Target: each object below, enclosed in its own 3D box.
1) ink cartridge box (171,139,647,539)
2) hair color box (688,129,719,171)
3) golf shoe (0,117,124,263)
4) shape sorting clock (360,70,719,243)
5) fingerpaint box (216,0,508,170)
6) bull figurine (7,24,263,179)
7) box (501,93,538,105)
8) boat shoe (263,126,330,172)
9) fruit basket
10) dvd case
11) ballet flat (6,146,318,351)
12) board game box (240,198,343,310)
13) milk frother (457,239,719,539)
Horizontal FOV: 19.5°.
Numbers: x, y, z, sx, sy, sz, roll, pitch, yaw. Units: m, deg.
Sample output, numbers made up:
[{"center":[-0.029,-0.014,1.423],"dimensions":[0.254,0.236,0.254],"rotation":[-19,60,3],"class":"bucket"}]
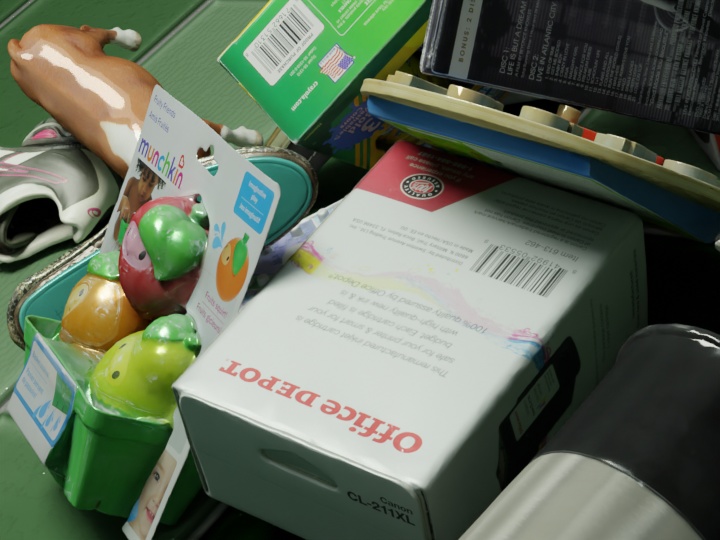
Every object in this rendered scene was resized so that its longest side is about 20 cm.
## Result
[{"center":[0.028,0.042,1.017],"dimensions":[0.145,0.083,0.200],"rotation":[20,51,29],"class":"ink cartridge box"},{"center":[0.192,-0.147,1.203],"dimensions":[0.061,0.102,0.200],"rotation":[-21,29,0],"class":"hair color box"},{"center":[-0.252,-0.047,1.406],"dimensions":[0.200,0.077,0.088],"rotation":[-11,38,24],"class":"golf shoe"},{"center":[0.096,-0.062,1.035],"dimensions":[0.200,0.200,0.039],"rotation":[18,87,50],"class":"shape sorting clock"},{"center":[0.046,-0.147,1.129],"dimensions":[0.200,0.167,0.073],"rotation":[-47,69,13],"class":"fingerpaint box"},{"center":[-0.138,-0.090,1.338],"dimensions":[0.065,0.200,0.121],"rotation":[-53,-18,21],"class":"bull figurine"},{"center":[0.055,-0.143,1.312],"dimensions":[0.200,0.082,0.049],"rotation":[-7,21,28],"class":"box"},{"center":[0.009,-0.106,1.270],"dimensions":[0.201,0.066,0.072],"rotation":[-50,-1,21],"class":"boat shoe"},{"center":[-0.114,0.019,1.089],"dimensions":[0.094,0.201,0.185],"rotation":[7,18,-28],"class":"fruit basket"},{"center":[0.129,-0.153,1.040],"dimensions":[0.200,0.149,0.016],"rotation":[9,5,-30],"class":"dvd case"},{"center":[-0.120,-0.018,1.229],"dimensions":[0.200,0.068,0.075],"rotation":[-31,15,-2],"class":"ballet flat"},{"center":[0.000,0.000,1.192],"dimensions":[0.200,0.026,0.200],"rotation":[-27,30,-3],"class":"board game box"},{"center":[0.106,0.097,0.794],"dimensions":[0.180,0.200,0.188],"rotation":[15,49,43],"class":"milk frother"}]
